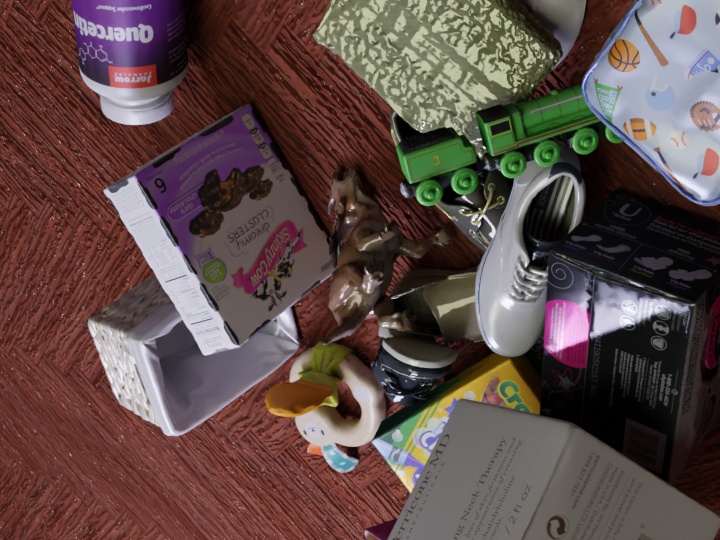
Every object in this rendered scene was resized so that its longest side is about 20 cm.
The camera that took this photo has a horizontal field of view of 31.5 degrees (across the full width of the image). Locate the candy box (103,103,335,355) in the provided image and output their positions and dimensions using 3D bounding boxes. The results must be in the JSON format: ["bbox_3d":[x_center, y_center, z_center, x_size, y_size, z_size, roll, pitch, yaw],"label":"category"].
[{"bbox_3d":[-0.136,-0.042,1.308,0.071,0.168,0.200,-16,108,51],"label":"candy box"}]

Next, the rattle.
[{"bbox_3d":[-0.054,0.188,1.438,0.130,0.143,0.200,27,132,1],"label":"rattle"}]

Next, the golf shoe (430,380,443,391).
[{"bbox_3d":[0.097,0.199,1.363,0.088,0.077,0.200,-125,25,-42],"label":"golf shoe"}]

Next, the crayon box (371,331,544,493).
[{"bbox_3d":[0.127,0.156,1.223,0.200,0.052,0.126,-34,98,21],"label":"crayon box"}]

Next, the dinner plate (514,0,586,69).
[{"bbox_3d":[0.093,-0.242,1.047,0.200,0.024,0.201,24,133,29],"label":"dinner plate"}]

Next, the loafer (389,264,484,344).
[{"bbox_3d":[0.101,0.036,1.217,0.200,0.068,0.076,-7,114,47],"label":"loafer"}]

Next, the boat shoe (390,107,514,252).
[{"bbox_3d":[0.097,-0.073,1.129,0.072,0.060,0.202,-40,89,21],"label":"boat shoe"}]

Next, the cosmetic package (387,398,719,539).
[{"bbox_3d":[0.152,0.224,1.064,0.166,0.168,0.200,31,169,-19],"label":"cosmetic package"}]

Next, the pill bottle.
[{"bbox_3d":[-0.232,-0.251,1.284,0.112,0.112,0.200,27,135,27],"label":"pill bottle"}]

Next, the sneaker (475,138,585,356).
[{"bbox_3d":[0.140,-0.010,1.078,0.073,0.071,0.200,8,114,-2],"label":"sneaker"}]

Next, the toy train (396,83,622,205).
[{"bbox_3d":[0.123,-0.106,1.013,0.042,0.200,0.057,-116,8,-63],"label":"toy train"}]

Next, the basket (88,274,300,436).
[{"bbox_3d":[-0.188,0.069,1.426,0.123,0.200,0.136,14,128,43],"label":"basket"}]

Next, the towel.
[{"bbox_3d":[0.060,-0.193,1.053,0.200,0.036,0.148,42,127,12],"label":"towel"}]

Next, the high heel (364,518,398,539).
[{"bbox_3d":[0.045,0.299,1.209,0.096,0.200,0.068,1,116,4],"label":"high heel"}]

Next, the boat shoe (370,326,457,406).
[{"bbox_3d":[0.046,0.097,1.241,0.199,0.074,0.066,-152,73,-78],"label":"boat shoe"}]

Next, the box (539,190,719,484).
[{"bbox_3d":[0.236,0.056,1.066,0.132,0.115,0.200,22,134,30],"label":"box"}]

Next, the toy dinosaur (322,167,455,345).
[{"bbox_3d":[0.000,0.000,1.228,0.086,0.200,0.135,37,152,-32],"label":"toy dinosaur"}]

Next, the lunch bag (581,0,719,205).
[{"bbox_3d":[0.263,-0.147,0.914,0.160,0.076,0.200,42,138,8],"label":"lunch bag"}]
